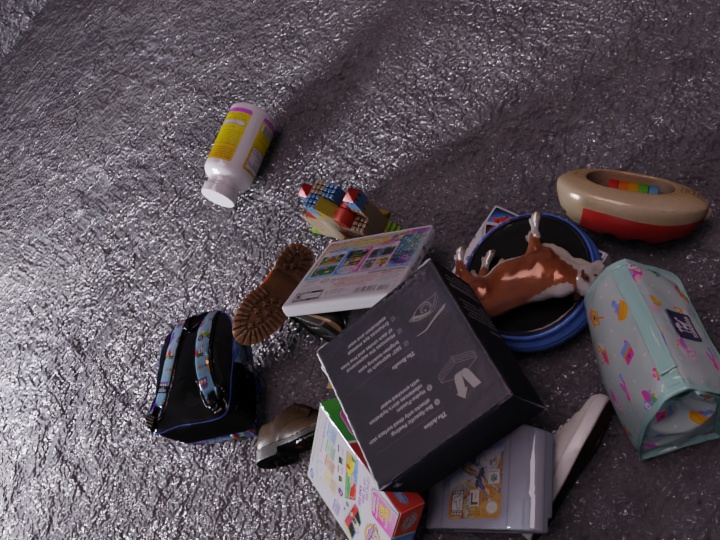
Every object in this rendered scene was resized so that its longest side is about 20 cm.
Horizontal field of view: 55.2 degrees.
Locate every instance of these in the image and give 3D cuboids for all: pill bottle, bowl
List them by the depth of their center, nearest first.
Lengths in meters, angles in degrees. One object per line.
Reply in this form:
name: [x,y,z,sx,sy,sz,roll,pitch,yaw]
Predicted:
bowl: [0.234,0.011,0.956,0.199,0.039,0.203,-16,59,27]
pill bottle: [-0.255,-0.235,1.414,0.103,0.104,0.202,8,69,36]

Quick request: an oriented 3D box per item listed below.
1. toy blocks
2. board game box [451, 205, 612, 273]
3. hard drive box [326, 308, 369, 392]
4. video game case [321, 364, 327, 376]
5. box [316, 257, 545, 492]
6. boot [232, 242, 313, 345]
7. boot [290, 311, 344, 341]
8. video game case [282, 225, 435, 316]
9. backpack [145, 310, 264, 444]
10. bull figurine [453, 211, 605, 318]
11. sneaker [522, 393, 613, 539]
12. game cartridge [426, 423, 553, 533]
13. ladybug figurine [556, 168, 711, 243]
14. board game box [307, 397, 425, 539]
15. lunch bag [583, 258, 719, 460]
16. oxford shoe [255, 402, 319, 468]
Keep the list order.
toy blocks: [-0.038,-0.100,1.177,0.199,0.137,0.101,18,75,39]
board game box: [0.245,-0.004,1.006,0.199,0.035,0.127,32,85,40]
hard drive box: [0.055,0.105,1.042,0.154,0.077,0.202,3,67,33]
video game case: [0.059,0.127,0.965,0.200,0.023,0.182,-46,51,4]
box: [0.081,0.133,0.845,0.196,0.117,0.201,-39,56,17]
boot: [-0.152,0.055,1.175,0.201,0.075,0.107,-55,2,-29]
boot: [-0.046,0.036,1.105,0.139,0.077,0.200,-54,20,-9]
video game case: [0.000,0.000,1.053,0.198,0.024,0.182,-9,30,32]
backpack: [-0.257,0.178,1.167,0.181,0.134,0.202,-18,57,24]
bull figurine: [0.215,0.002,0.907,0.198,0.065,0.123,-22,55,22]
sneaker: [0.234,0.227,0.859,0.084,0.073,0.201,33,86,38]
game cartridge: [0.157,0.259,0.867,0.199,0.041,0.135,-27,52,51]
ladybug figurine: [0.362,-0.085,0.926,0.198,0.136,0.073,15,118,23]
board game box: [0.000,0.296,0.938,0.200,0.040,0.154,46,137,40]
lunch bag: [0.333,0.098,0.779,0.121,0.200,0.172,-20,54,11]
oxford shoe: [-0.083,0.236,1.064,0.198,0.073,0.085,-23,52,21]
